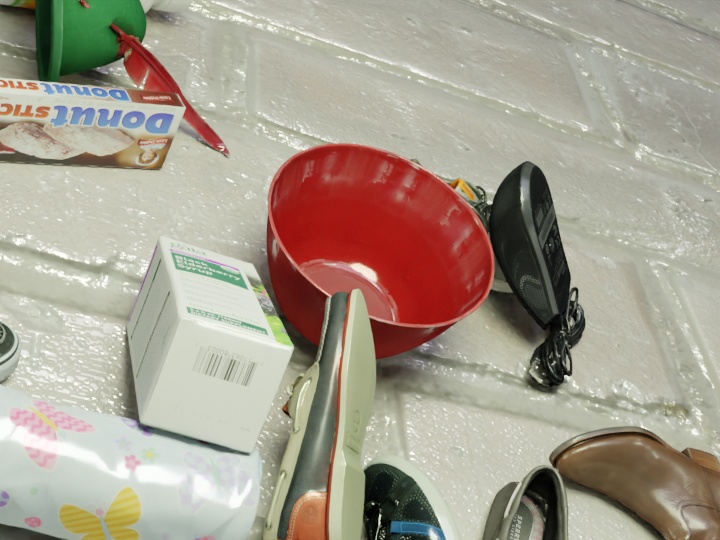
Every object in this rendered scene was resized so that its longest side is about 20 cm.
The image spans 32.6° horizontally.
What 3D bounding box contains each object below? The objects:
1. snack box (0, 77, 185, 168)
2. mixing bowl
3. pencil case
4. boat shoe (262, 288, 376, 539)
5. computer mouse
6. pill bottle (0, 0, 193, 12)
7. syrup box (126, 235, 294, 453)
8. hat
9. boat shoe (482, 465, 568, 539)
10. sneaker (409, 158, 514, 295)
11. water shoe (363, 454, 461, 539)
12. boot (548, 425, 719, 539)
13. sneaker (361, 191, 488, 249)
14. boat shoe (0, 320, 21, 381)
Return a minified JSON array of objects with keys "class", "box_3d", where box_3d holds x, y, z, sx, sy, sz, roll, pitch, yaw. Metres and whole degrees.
[{"class":"snack box","box_3d":[-0.252,-0.124,1.048,0.200,0.072,0.024,0,43,-36]},{"class":"mixing bowl","box_3d":[0.000,0.000,1.035,0.200,0.108,0.200,15,44,-16]},{"class":"pencil case","box_3d":[-0.162,0.131,0.790,0.200,0.083,0.091,17,31,-18]},{"class":"boat shoe","box_3d":[-0.028,0.106,0.876,0.062,0.071,0.201,-3,65,19]},{"class":"computer mouse","box_3d":[0.156,-0.002,1.139,0.053,0.200,0.139,-7,21,25]},{"class":"pill bottle","box_3d":[-0.266,-0.311,1.234,0.200,0.111,0.111,0,45,-35]},{"class":"syrup box","box_3d":[-0.112,0.045,0.869,0.079,0.082,0.200,18,12,-18]},{"class":"hat","box_3d":[-0.200,-0.232,1.121,0.176,0.200,0.166,-2,54,-19]},{"class":"boat shoe","box_3d":[0.117,0.221,0.900,0.067,0.057,0.200,26,35,-6]},{"class":"sneaker","box_3d":[0.111,-0.041,1.201,0.200,0.079,0.074,25,33,-9]},{"class":"water shoe","box_3d":[0.030,0.209,0.842,0.079,0.072,0.200,-3,44,-28]},{"class":"boot","box_3d":[0.256,0.229,0.996,0.186,0.064,0.200,10,44,-23]},{"class":"sneaker","box_3d":[0.028,-0.050,1.135,0.200,0.099,0.071,25,36,-6]},{"class":"boat shoe","box_3d":[-0.321,0.027,0.816,0.199,0.068,0.074,16,38,-20]}]
